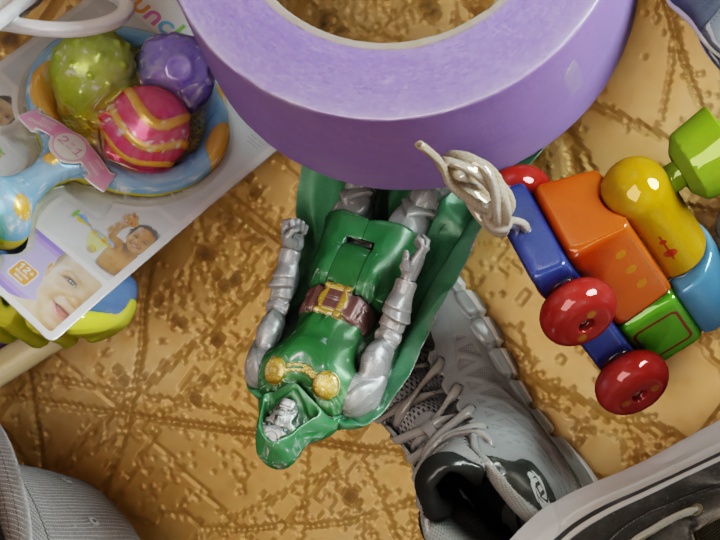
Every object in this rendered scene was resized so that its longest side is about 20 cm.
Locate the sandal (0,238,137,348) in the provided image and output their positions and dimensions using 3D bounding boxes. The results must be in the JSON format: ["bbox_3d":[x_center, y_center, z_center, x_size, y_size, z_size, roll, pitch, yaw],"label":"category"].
[{"bbox_3d":[-0.193,-0.021,1.229,0.200,0.079,0.087,18,79,-4],"label":"sandal"}]

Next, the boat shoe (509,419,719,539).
[{"bbox_3d":[0.129,0.125,1.180,0.200,0.071,0.072,-33,129,-19],"label":"boat shoe"}]

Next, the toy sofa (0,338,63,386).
[{"bbox_3d":[-0.210,-0.036,1.297,0.083,0.098,0.200,-31,86,16],"label":"toy sofa"}]

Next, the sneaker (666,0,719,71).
[{"bbox_3d":[0.224,-0.126,1.170,0.202,0.077,0.146,30,91,21],"label":"sneaker"}]

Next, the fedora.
[{"bbox_3d":[-0.152,0.158,1.267,0.090,0.200,0.177,5,110,-29],"label":"fedora"}]

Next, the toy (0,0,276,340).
[{"bbox_3d":[-0.110,-0.069,1.222,0.115,0.200,0.047,41,145,8],"label":"toy"}]

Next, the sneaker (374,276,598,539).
[{"bbox_3d":[0.033,0.061,1.229,0.075,0.115,0.200,-44,84,15],"label":"sneaker"}]

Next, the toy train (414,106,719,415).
[{"bbox_3d":[0.112,-0.030,1.167,0.116,0.200,0.085,-32,53,7],"label":"toy train"}]

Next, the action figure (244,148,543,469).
[{"bbox_3d":[0.000,0.000,1.215,0.118,0.055,0.200,12,64,24],"label":"action figure"}]

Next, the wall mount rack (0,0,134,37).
[{"bbox_3d":[-0.187,-0.166,1.252,0.200,0.174,0.075,10,117,14],"label":"wall mount rack"}]

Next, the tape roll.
[{"bbox_3d":[0.019,-0.141,1.190,0.200,0.085,0.200,-3,70,8],"label":"tape roll"}]
